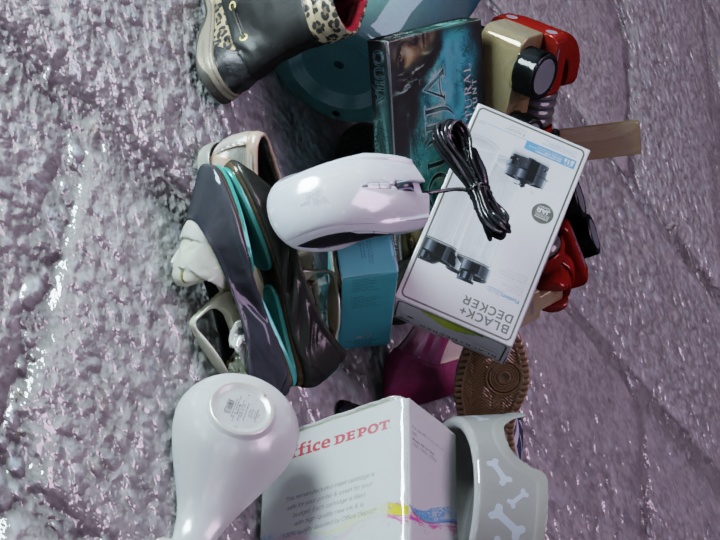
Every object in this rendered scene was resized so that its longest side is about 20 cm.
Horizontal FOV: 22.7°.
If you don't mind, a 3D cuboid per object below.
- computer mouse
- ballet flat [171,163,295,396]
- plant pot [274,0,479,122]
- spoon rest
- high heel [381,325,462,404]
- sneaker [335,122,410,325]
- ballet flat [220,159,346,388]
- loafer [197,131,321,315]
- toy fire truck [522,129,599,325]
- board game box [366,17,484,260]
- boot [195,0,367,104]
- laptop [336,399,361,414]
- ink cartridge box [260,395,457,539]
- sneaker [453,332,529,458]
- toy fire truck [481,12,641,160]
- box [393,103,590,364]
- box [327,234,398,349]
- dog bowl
[{"bbox_3d":[0.022,-0.061,1.449,0.198,0.044,0.111,-12,74,-23],"label":"computer mouse"},{"bbox_3d":[-0.111,0.017,1.441,0.073,0.072,0.202,-32,106,-62],"label":"ballet flat"},{"bbox_3d":[0.008,-0.253,1.705,0.200,0.199,0.189,50,48,-33],"label":"plant pot"},{"bbox_3d":[-0.110,0.154,1.352,0.098,0.061,0.201,21,43,2],"label":"spoon rest"},{"bbox_3d":[0.078,0.114,1.747,0.097,0.067,0.200,-61,156,-7],"label":"high heel"},{"bbox_3d":[0.043,-0.040,1.740,0.114,0.076,0.201,15,54,-50],"label":"sneaker"},{"bbox_3d":[-0.059,-0.003,1.483,0.068,0.068,0.202,-21,105,-21],"label":"ballet flat"},{"bbox_3d":[-0.073,-0.022,1.533,0.202,0.062,0.072,65,29,-9],"label":"loafer"},{"bbox_3d":[0.173,-0.026,1.913,0.201,0.127,0.177,-80,150,-56],"label":"toy fire truck"},{"bbox_3d":[0.065,-0.122,1.646,0.135,0.028,0.202,-21,113,-45],"label":"board game box"},{"bbox_3d":[-0.069,-0.252,1.594,0.073,0.149,0.201,45,37,-38],"label":"boot"},{"bbox_3d":[0.041,0.239,1.629,0.198,0.103,0.179,18,52,-25],"label":"laptop"},{"bbox_3d":[-0.002,0.219,1.420,0.087,0.144,0.202,38,41,-45],"label":"ink cartridge box"},{"bbox_3d":[0.123,0.121,1.698,0.109,0.069,0.202,-83,171,-68],"label":"sneaker"},{"bbox_3d":[0.185,-0.159,1.763,0.199,0.128,0.178,-21,129,-49],"label":"toy fire truck"},{"bbox_3d":[0.117,-0.033,1.604,0.060,0.116,0.201,102,13,-73],"label":"box"},{"bbox_3d":[0.000,0.000,1.557,0.200,0.049,0.083,93,-11,-70],"label":"box"},{"bbox_3d":[0.090,0.212,1.481,0.058,0.201,0.202,10,56,-15],"label":"dog bowl"}]
